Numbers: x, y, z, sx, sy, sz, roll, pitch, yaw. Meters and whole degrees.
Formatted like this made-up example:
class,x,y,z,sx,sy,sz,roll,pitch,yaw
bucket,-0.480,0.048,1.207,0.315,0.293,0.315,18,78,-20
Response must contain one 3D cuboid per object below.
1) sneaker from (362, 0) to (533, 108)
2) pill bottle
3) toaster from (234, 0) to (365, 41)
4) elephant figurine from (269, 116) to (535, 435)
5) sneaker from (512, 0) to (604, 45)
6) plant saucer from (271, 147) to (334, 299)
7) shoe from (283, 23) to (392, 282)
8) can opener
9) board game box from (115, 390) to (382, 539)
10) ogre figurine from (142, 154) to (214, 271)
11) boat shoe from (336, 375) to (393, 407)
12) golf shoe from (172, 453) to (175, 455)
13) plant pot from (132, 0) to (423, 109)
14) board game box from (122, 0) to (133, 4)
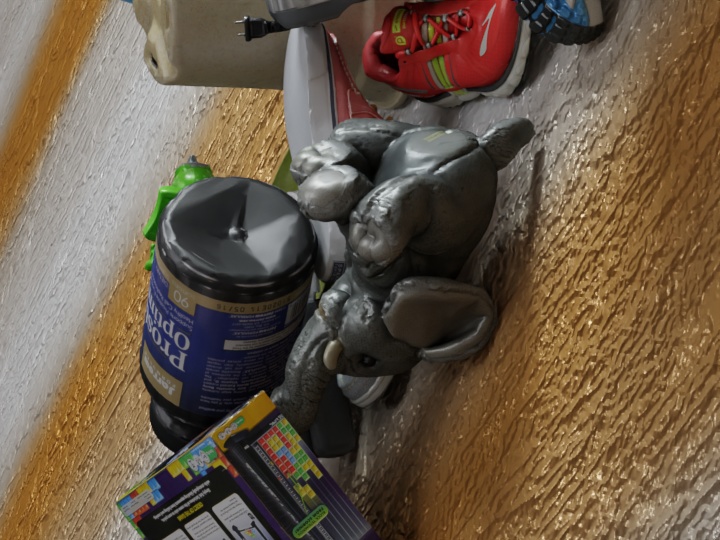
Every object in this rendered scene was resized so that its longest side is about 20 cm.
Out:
class,x,y,z,sx,sy,sz,roll,pitch,yaw
sneaker,0.057,-0.155,1.537,0.200,0.085,0.077,154,126,-65
pill bottle,-0.097,0.040,1.587,0.200,0.111,0.112,103,166,-44
toaster,-0.005,-0.245,1.540,0.114,0.199,0.130,-123,17,-79
elephant figurine,0.023,0.008,1.482,0.142,0.155,0.201,-49,-38,-49
sneaker,0.122,-0.235,1.444,0.201,0.086,0.075,67,154,22
plant saucer,-0.040,-0.021,1.786,0.200,0.031,0.201,-166,90,-69
shoe,0.003,-0.086,1.584,0.072,0.091,0.201,121,144,-60
can opener,-0.028,0.036,1.651,0.053,0.066,0.201,167,98,-70
board game box,-0.069,0.185,1.549,0.057,0.165,0.200,-40,2,-31
ogre figurine,-0.131,-0.010,1.839,0.200,0.098,0.120,-84,5,-64
boat shoe,0.001,-0.001,1.615,0.074,0.065,0.203,146,135,-61
golf shoe,-0.119,0.104,1.823,0.200,0.097,0.078,-101,30,-51
plant pot,-0.071,-0.212,1.690,0.200,0.183,0.201,173,90,-74
board game box,-0.080,-0.290,1.825,0.056,0.199,0.197,-127,54,-66
